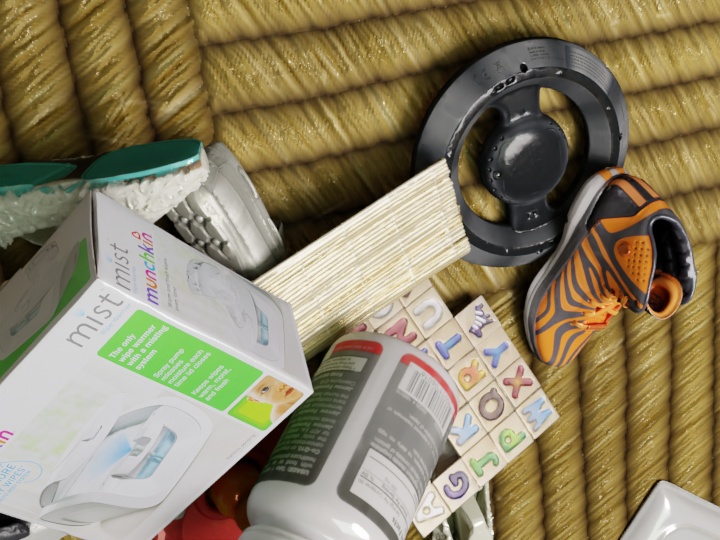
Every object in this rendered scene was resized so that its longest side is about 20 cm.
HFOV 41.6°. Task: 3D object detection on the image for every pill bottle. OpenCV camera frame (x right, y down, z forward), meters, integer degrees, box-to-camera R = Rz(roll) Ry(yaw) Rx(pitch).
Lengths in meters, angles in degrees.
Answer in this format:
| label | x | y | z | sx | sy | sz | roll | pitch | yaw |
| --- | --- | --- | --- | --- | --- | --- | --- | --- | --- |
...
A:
| label | x | y | z | sx | sy | sz | roll | pitch | yaw |
| --- | --- | --- | --- | --- | --- | --- | --- | --- | --- |
| pill bottle | -0.012 | 0.153 | 0.687 | 0.114 | 0.113 | 0.201 | 50 | 50 | -26 |

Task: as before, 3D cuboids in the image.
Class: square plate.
| label | x | y | z | sx | sy | sz | roll | pitch | yaw |
| --- | --- | --- | --- | --- | --- | --- | --- | --- | --- |
| square plate | 0.343 | 0.343 | 1.024 | 0.197 | 0.028 | 0.201 | 26 | 100 | -23 |

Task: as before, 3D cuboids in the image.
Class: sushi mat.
| label | x | y | z | sx | sy | sz | roll | pitch | yaw |
| --- | --- | --- | --- | --- | --- | --- | --- | --- | --- |
| sushi mat | 0.000 | 0.000 | 0.737 | 0.199 | 0.012 | 0.096 | -34 | 127 | -14 |

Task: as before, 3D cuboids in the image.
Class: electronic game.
| label | x | y | z | sx | sy | sz | roll | pitch | yaw |
| --- | --- | --- | --- | --- | --- | --- | --- | --- | --- |
| electronic game | 0.136 | -0.094 | 0.793 | 0.199 | 0.042 | 0.201 | -9 | 119 | -16 |

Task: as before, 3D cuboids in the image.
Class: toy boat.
| label | x | y | z | sx | sy | sz | roll | pitch | yaw |
| --- | --- | --- | --- | --- | --- | --- | --- | --- | --- |
| toy boat | -0.096 | 0.182 | 0.762 | 0.130 | 0.131 | 0.201 | 13 | 106 | -40 |

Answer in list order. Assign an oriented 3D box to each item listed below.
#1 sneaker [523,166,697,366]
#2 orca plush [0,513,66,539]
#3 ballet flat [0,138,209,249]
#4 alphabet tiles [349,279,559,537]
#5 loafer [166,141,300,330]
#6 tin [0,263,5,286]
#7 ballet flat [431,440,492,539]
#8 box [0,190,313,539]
| label | x | y | z | sx | sy | sz | roll | pitch | yaw |
| --- | --- | --- | --- | --- | --- | --- | --- | --- | --- |
| sneaker | 0.208 | 0.023 | 0.801 | 0.077 | 0.112 | 0.201 | -10 | 130 | -28 |
| orca plush | -0.310 | 0.207 | 0.770 | 0.199 | 0.071 | 0.105 | -30 | 160 | 6 |
| ballet flat | -0.188 | -0.050 | 0.671 | 0.199 | 0.072 | 0.072 | -3 | 114 | 18 |
| alphabet tiles | 0.061 | 0.096 | 0.813 | 0.167 | 0.008 | 0.201 | -36 | 98 | -18 |
| loafer | -0.080 | -0.010 | 0.744 | 0.070 | 0.070 | 0.201 | -58 | 139 | -33 |
| tin | -0.338 | -0.014 | 0.648 | 0.200 | 0.042 | 0.112 | 42 | 67 | -20 |
| ballet flat | 0.097 | 0.202 | 0.869 | 0.071 | 0.072 | 0.201 | -15 | 112 | -11 |
| box | -0.166 | 0.076 | 0.639 | 0.200 | 0.097 | 0.176 | -42 | 129 | 18 |
